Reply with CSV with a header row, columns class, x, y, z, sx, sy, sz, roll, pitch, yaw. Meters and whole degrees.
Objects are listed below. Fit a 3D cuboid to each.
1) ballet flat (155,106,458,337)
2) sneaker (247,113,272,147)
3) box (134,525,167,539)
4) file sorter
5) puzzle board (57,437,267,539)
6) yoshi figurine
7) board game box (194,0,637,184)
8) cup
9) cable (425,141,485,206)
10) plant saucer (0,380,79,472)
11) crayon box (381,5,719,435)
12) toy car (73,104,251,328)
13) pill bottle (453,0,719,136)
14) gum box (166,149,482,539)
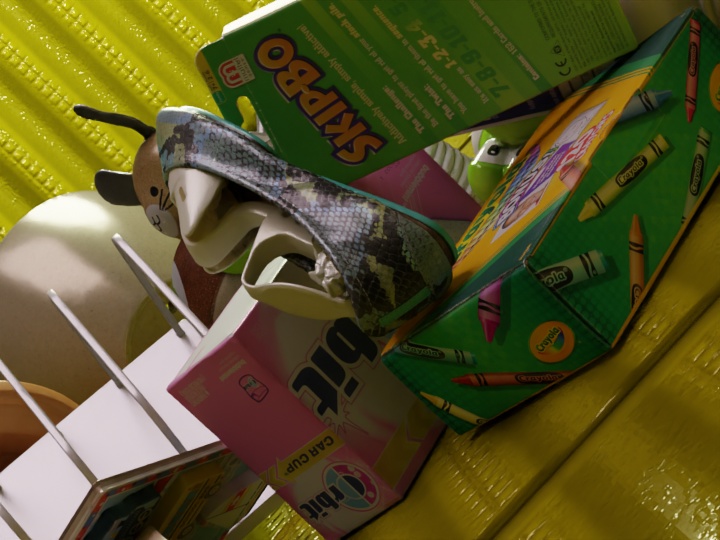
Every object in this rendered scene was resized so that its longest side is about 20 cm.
class,x,y,z,sx,sy,sz,roll,pitch,yaw
ballet flat,-0.045,-0.022,1.069,0.199,0.074,0.074,24,66,42
sneaker,-0.013,-0.113,1.434,0.200,0.099,0.078,-51,12,-31
box,-0.130,0.219,1.034,0.200,0.078,0.095,-48,8,-10
file sorter,-0.155,0.103,1.237,0.200,0.125,0.139,-41,51,-7
puzzle board,-0.119,0.161,1.149,0.150,0.017,0.200,-15,-35,-51
yoshi figurine,0.107,-0.118,1.331,0.112,0.112,0.200,-33,18,33
board game box,0.026,-0.110,1.114,0.199,0.096,0.030,-25,19,7
cup,-0.187,0.045,1.825,0.143,0.201,0.201,14,57,50
cable,0.000,0.000,1.423,0.200,0.069,0.200,-46,9,3
plant saucer,-0.255,0.171,1.547,0.200,0.200,0.037,-46,37,3
crayon box,0.103,-0.024,1.073,0.119,0.058,0.200,-36,14,50
toy car,-0.118,-0.045,1.587,0.158,0.199,0.165,-51,-24,-29
pill bottle,0.110,-0.145,1.188,0.199,0.120,0.120,-12,19,14
gum box,0.003,0.024,1.154,0.066,0.113,0.200,-37,13,45
